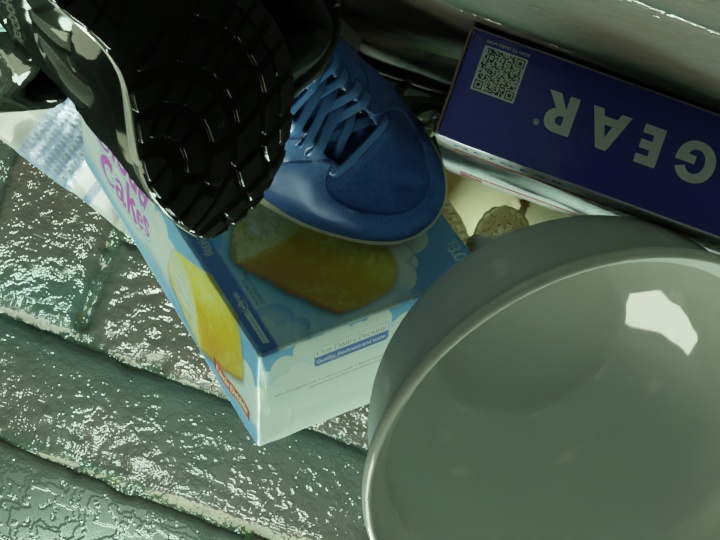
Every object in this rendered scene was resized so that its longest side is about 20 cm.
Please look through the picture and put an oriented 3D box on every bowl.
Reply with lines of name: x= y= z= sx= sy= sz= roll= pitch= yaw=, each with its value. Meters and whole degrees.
bowl: x=0.084 y=0.048 z=0.900 sx=0.200 sy=0.202 sz=0.091 roll=20 pitch=-153 yaw=-33

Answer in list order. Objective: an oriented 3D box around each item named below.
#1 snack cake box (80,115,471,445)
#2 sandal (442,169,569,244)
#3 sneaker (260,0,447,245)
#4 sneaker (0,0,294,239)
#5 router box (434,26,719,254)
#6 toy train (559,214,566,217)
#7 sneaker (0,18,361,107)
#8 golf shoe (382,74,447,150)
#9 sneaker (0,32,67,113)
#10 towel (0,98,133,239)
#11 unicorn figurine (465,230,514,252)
snack cake box: x=-0.041 y=-0.027 z=0.978 sx=0.114 sy=0.068 sz=0.200 roll=-21 pitch=-128 yaw=-20
sandal: x=0.014 y=-0.015 z=1.059 sx=0.209 sy=0.070 sz=0.078 roll=7 pitch=140 yaw=8
sneaker: x=-0.028 y=-0.072 z=0.848 sx=0.200 sy=0.077 sz=0.111 roll=43 pitch=174 yaw=-22
sneaker: x=-0.092 y=-0.098 z=0.747 sx=0.087 sy=0.076 sz=0.201 roll=28 pitch=156 yaw=40
router box: x=0.135 y=-0.042 z=0.939 sx=0.198 sy=0.049 sz=0.179 roll=20 pitch=180 yaw=3
toy train: x=0.190 y=-0.021 z=1.135 sx=0.198 sy=0.056 sz=0.150 roll=18 pitch=177 yaw=-1
sneaker: x=-0.101 y=-0.109 z=0.971 sx=0.198 sy=0.083 sz=0.074 roll=17 pitch=-179 yaw=-7
golf shoe: x=0.011 y=-0.085 z=1.180 sx=0.198 sy=0.078 sz=0.088 roll=16 pitch=-152 yaw=-21
sneaker: x=-0.188 y=-0.139 z=1.024 sx=0.090 sy=0.067 sz=0.201 roll=4 pitch=151 yaw=10
towel: x=-0.124 y=-0.078 z=1.124 sx=0.199 sy=0.024 sz=0.147 roll=38 pitch=135 yaw=-7
unicorn figurine: x=0.099 y=0.021 z=1.016 sx=0.136 sy=0.075 sz=0.199 roll=2 pitch=175 yaw=-30
